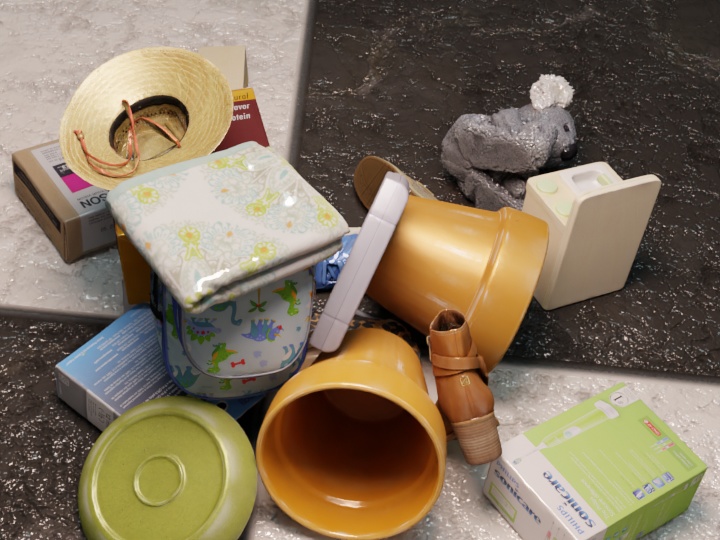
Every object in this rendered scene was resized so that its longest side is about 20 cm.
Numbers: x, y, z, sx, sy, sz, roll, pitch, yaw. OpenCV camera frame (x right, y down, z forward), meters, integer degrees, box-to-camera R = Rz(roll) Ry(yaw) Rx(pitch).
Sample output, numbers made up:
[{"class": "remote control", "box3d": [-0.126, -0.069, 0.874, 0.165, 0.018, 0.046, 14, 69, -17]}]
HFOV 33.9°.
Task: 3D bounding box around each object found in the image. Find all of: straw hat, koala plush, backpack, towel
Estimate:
[{"class": "straw hat", "box3d": [-0.234, -0.148, 1.328, 0.200, 0.085, 0.202, -2, 59, 4]}, {"class": "koala plush", "box3d": [0.238, -0.184, 1.709, 0.183, 0.178, 0.200, 27, 50, 33]}, {"class": "backpack", "box3d": [-0.137, 0.042, 1.286, 0.182, 0.201, 0.147, -3, 25, -14]}, {"class": "towel", "box3d": [-0.134, -0.052, 1.205, 0.200, 0.048, 0.171, -24, 52, -29]}]

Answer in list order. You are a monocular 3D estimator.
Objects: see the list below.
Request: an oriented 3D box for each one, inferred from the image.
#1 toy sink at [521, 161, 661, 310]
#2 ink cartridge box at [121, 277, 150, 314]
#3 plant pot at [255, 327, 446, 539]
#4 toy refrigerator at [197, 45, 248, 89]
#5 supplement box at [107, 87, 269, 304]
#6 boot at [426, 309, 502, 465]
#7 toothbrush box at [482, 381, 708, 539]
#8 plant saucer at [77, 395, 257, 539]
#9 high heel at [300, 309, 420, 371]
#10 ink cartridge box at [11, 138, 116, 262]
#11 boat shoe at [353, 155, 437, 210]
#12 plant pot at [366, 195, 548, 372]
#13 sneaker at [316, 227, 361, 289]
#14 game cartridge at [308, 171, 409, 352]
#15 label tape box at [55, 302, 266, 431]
[{"class": "toy sink", "box3d": [0.291, -0.066, 1.567, 0.130, 0.200, 0.112, -15, 49, -22]}, {"class": "ink cartridge box", "box3d": [-0.198, -0.006, 1.510, 0.145, 0.084, 0.200, 15, 45, 8]}, {"class": "plant pot", "box3d": [0.000, 0.161, 1.307, 0.199, 0.201, 0.183, 11, 28, 3]}, {"class": "toy refrigerator", "box3d": [-0.210, -0.253, 1.780, 0.076, 0.070, 0.200, -3, 44, -2]}, {"class": "supplement box", "box3d": [-0.203, -0.092, 1.425, 0.196, 0.133, 0.201, -10, 54, -12]}, {"class": "boot", "box3d": [0.109, 0.118, 1.334, 0.073, 0.155, 0.200, -17, 9, -7]}, {"class": "toothbrush box", "box3d": [0.263, 0.235, 1.332, 0.199, 0.086, 0.146, -21, 50, -29]}, {"class": "plant saucer", "box3d": [-0.209, 0.224, 1.245, 0.199, 0.031, 0.201, -4, 66, 10]}, {"class": "high heel", "box3d": [-0.026, 0.103, 1.430, 0.142, 0.072, 0.200, 25, 37, 25]}, {"class": "ink cartridge box", "box3d": [-0.347, -0.117, 1.610, 0.200, 0.075, 0.165, -23, 51, -30]}, {"class": "boat shoe", "box3d": [0.069, -0.093, 1.664, 0.200, 0.072, 0.065, 39, 15, 34]}, {"class": "plant pot", "box3d": [0.103, 0.000, 1.433, 0.183, 0.200, 0.201, 22, 44, -4]}, {"class": "sneaker", "box3d": [0.000, -0.001, 1.541, 0.199, 0.077, 0.111, -11, 37, -28]}, {"class": "game cartridge", "box3d": [0.001, -0.010, 1.296, 0.041, 0.201, 0.133, 25, 10, 3]}, {"class": "label tape box", "box3d": [-0.231, 0.142, 1.368, 0.200, 0.066, 0.143, 35, 49, 18]}]
